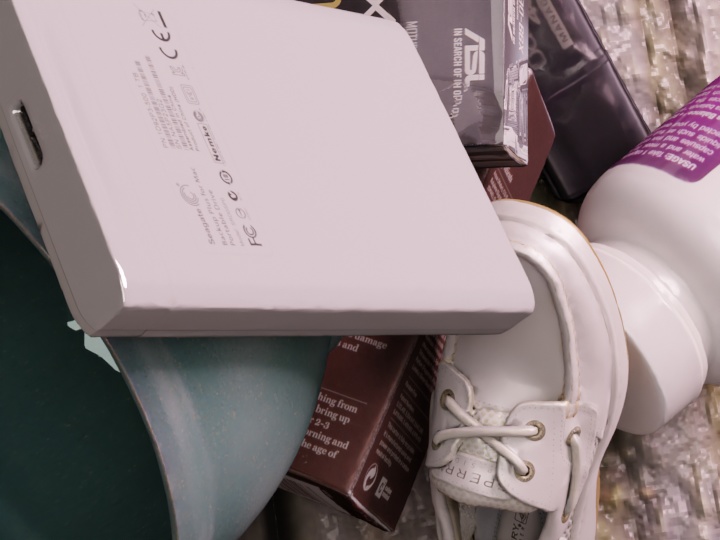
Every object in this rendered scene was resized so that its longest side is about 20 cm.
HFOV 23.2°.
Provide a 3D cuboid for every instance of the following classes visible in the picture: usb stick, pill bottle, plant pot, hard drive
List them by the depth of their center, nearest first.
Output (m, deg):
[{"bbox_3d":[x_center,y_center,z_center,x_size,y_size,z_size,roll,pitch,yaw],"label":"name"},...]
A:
[{"bbox_3d":[-0.032,-0.039,0.588,0.200,0.026,0.132,2,57,-50],"label":"hard drive"},{"bbox_3d":[-0.088,0.012,0.648,0.134,0.200,0.200,-34,83,-35],"label":"plant pot"},{"bbox_3d":[0.167,-0.021,0.770,0.200,0.112,0.112,-38,85,-21],"label":"pill bottle"},{"bbox_3d":[0.070,-0.123,0.802,0.055,0.033,0.200,-32,103,-3],"label":"usb stick"}]

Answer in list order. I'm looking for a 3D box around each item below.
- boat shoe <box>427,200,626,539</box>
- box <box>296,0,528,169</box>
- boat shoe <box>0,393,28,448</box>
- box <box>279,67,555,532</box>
[{"bbox_3d":[0.060,0.070,0.702,0.071,0.200,0.069,16,37,30],"label":"boat shoe"},{"bbox_3d":[-0.010,-0.140,0.730,0.157,0.050,0.201,-1,82,17],"label":"box"},{"bbox_3d":[-0.170,0.060,0.740,0.074,0.069,0.200,8,76,-6],"label":"boat shoe"},{"bbox_3d":[0.000,0.000,0.760,0.100,0.075,0.200,18,76,22],"label":"box"}]
